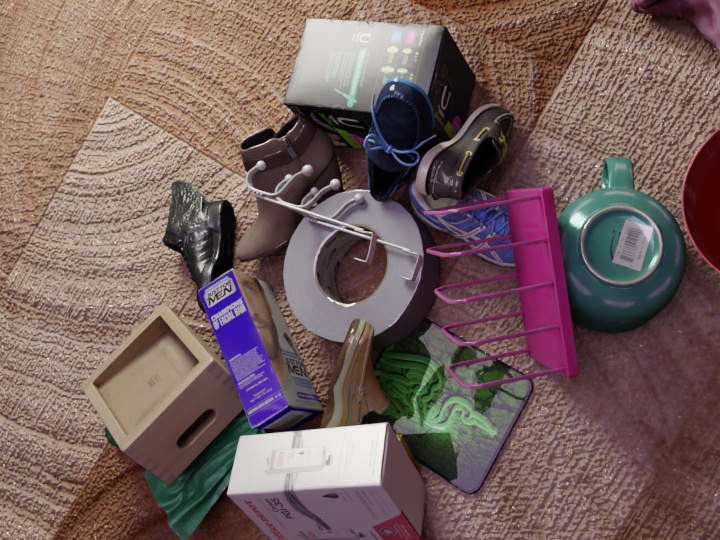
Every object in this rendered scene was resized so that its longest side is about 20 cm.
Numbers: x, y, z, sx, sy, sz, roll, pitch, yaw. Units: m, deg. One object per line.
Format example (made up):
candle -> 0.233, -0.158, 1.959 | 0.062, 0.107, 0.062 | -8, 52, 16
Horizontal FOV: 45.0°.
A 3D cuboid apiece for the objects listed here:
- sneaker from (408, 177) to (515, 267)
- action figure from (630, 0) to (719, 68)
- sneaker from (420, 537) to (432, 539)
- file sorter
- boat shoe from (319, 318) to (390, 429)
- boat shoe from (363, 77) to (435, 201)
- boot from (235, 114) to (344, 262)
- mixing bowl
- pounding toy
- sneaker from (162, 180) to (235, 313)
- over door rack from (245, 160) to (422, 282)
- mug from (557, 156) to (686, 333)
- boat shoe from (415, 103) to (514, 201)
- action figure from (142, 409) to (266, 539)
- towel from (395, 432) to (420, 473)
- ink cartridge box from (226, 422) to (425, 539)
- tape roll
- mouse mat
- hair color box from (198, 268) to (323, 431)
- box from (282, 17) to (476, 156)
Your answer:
sneaker -> 0.143, -0.062, 1.081 | 0.198, 0.077, 0.076 | 22, 86, 23
action figure -> 0.391, -0.329, 1.042 | 0.199, 0.134, 0.151 | 19, 129, 38
sneaker -> 0.089, 0.357, 1.000 | 0.198, 0.098, 0.072 | 11, 85, 26
file sorter -> 0.149, 0.018, 0.973 | 0.124, 0.139, 0.203 | -10, 95, -6
boat shoe -> 0.002, 0.149, 1.070 | 0.075, 0.072, 0.202 | 18, 126, 8
boat shoe -> 0.045, -0.142, 1.021 | 0.083, 0.201, 0.069 | 22, 67, 14
boot -> -0.118, -0.114, 1.162 | 0.199, 0.147, 0.070 | -34, 39, 3
mixing bowl -> 0.451, -0.063, 0.931 | 0.198, 0.108, 0.203 | -6, 75, 22
pounding toy -> -0.270, 0.181, 1.168 | 0.200, 0.142, 0.184 | -45, 44, -8
sneaker -> -0.238, -0.034, 1.251 | 0.103, 0.060, 0.203 | -3, 72, 21
over door rack -> -0.023, -0.068, 1.042 | 0.199, 0.147, 0.067 | 32, 96, 28
mug -> 0.277, -0.028, 0.975 | 0.151, 0.114, 0.187 | -27, 75, 2
boat shoe -> 0.142, -0.141, 1.056 | 0.060, 0.072, 0.201 | 22, 44, 27
action figure -> -0.189, 0.250, 1.168 | 0.200, 0.055, 0.118 | -44, 64, 1
towel -> -0.029, 0.234, 1.088 | 0.197, 0.086, 0.018 | -7, 48, 20
ink cartridge box -> -0.038, 0.261, 1.041 | 0.198, 0.147, 0.083 | -9, 47, 21
tape roll -> 0.000, 0.000, 1.132 | 0.198, 0.066, 0.203 | -6, 75, 23
mouse mat -> 0.098, 0.161, 1.090 | 0.199, 0.008, 0.162 | 29, 91, 27
hair color box -> -0.130, 0.106, 1.144 | 0.064, 0.109, 0.201 | -32, 68, 13
box -> 0.028, -0.234, 1.128 | 0.198, 0.148, 0.126 | 10, 80, 25
